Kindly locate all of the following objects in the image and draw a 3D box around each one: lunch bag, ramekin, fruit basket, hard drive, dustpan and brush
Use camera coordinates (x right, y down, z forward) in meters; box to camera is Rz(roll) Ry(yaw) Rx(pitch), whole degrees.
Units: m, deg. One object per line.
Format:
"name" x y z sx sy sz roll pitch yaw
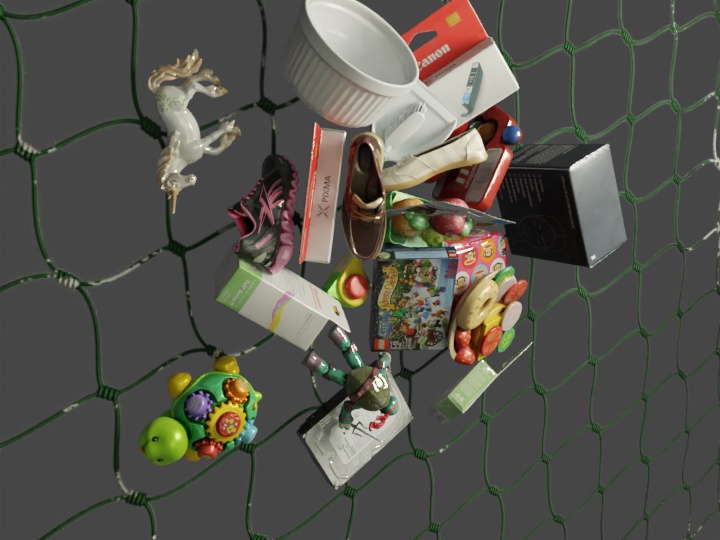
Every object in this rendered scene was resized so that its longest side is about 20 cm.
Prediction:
"lunch bag" 0.188 0.022 1.265 0.199 0.082 0.177 -17 112 -31
"ramekin" -0.022 -0.308 1.000 0.199 0.105 0.201 23 43 -24
"fruit basket" 0.120 -0.076 1.098 0.185 0.199 0.094 10 85 -42
"hard drive" -0.006 0.276 1.206 0.200 0.038 0.140 -37 116 -22
"dustpan and brush" 0.054 -0.215 1.122 0.139 0.057 0.200 34 117 -25

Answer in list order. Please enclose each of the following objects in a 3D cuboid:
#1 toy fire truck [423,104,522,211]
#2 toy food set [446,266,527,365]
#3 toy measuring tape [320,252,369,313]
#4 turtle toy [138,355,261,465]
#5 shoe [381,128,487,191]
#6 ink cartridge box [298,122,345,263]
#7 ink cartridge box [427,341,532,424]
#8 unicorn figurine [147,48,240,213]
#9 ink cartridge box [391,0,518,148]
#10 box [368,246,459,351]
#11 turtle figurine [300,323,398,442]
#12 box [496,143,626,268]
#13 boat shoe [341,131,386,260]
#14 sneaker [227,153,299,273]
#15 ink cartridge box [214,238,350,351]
"toy fire truck" 0.205 -0.199 1.177 0.112 0.168 0.201 32 81 -33
"toy food set" 0.232 0.085 1.222 0.197 0.049 0.201 -22 130 -39
"toy measuring tape" 0.000 0.000 1.146 0.074 0.073 0.200 50 61 -29
"turtle toy" -0.236 0.225 1.007 0.199 0.101 0.147 -19 108 -29
"shoe" 0.107 -0.181 1.101 0.199 0.070 0.054 -17 112 2
"ink cartridge box" -0.056 -0.112 1.013 0.044 0.176 0.201 7 96 -3
"ink cartridge box" 0.227 0.204 1.284 0.048 0.146 0.200 45 69 9
"unicorn figurine" -0.243 -0.196 0.951 0.137 0.074 0.201 -24 97 -18
"ink cartridge box" 0.133 -0.324 1.114 0.199 0.045 0.176 -30 120 18
"box" 0.087 0.052 1.149 0.136 0.038 0.201 -2 126 -7
"turtle figurine" 0.003 0.189 1.133 0.200 0.101 0.150 45 69 -5
"box" 0.377 -0.129 1.286 0.124 0.196 0.201 -30 115 -25
"boat shoe" 0.006 -0.105 1.014 0.072 0.072 0.201 5 110 2
"sneaker" -0.147 -0.096 0.987 0.095 0.079 0.201 14 56 -25
"ink cartridge box" -0.119 0.046 1.014 0.200 0.117 0.067 33 103 -22
